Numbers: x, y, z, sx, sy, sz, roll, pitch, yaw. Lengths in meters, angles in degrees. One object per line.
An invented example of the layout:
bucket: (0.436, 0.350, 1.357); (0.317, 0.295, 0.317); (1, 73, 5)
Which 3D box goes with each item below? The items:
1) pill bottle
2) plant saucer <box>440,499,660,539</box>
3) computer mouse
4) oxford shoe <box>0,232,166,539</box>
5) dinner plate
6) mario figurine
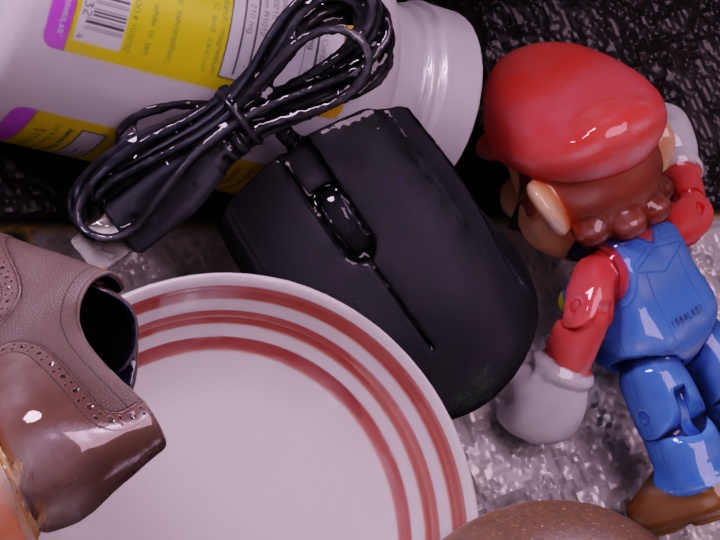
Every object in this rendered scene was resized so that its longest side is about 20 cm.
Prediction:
pill bottle: (-0.057, -0.083, 1.016); (0.199, 0.104, 0.105); (13, 65, -29)
plant saucer: (0.077, 0.185, 1.001); (0.200, 0.037, 0.201); (1, 89, -34)
computer mouse: (0.000, 0.000, 1.000); (0.200, 0.138, 0.053); (46, 10, -40)
oxford shoe: (-0.108, 0.023, 0.885); (0.073, 0.200, 0.071); (-23, 123, -5)
dinner plate: (-0.051, 0.101, 0.968); (0.200, 0.024, 0.201); (-1, 92, -25)
mario figurine: (0.100, 0.003, 1.118); (0.201, 0.106, 0.123); (66, 16, -7)
